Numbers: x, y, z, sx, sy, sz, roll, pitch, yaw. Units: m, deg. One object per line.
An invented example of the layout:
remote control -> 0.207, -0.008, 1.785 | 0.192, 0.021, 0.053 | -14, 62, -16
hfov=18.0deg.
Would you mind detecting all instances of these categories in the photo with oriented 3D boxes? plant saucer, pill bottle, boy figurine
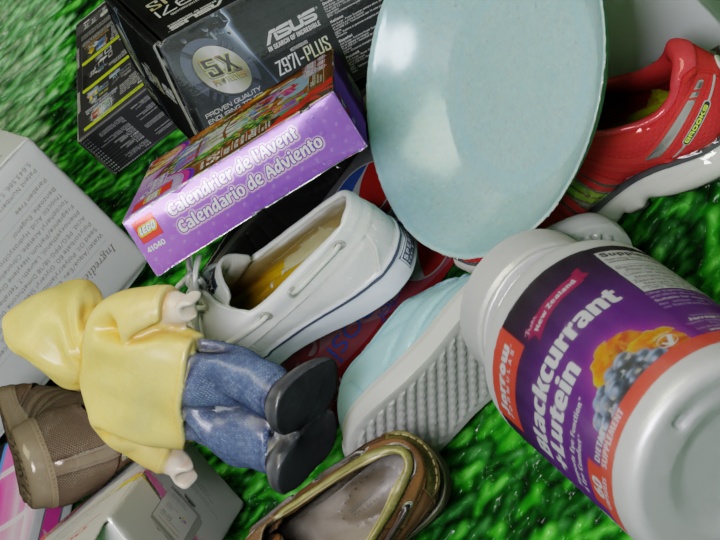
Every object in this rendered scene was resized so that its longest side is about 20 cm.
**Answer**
plant saucer -> 0.077, -0.106, 1.232 | 0.200, 0.038, 0.203 | -9, 79, 52
pill bottle -> 0.128, 0.052, 1.106 | 0.112, 0.111, 0.200 | -49, 33, 0
boy figurine -> -0.109, 0.061, 1.242 | 0.199, 0.125, 0.064 | 18, 35, 31

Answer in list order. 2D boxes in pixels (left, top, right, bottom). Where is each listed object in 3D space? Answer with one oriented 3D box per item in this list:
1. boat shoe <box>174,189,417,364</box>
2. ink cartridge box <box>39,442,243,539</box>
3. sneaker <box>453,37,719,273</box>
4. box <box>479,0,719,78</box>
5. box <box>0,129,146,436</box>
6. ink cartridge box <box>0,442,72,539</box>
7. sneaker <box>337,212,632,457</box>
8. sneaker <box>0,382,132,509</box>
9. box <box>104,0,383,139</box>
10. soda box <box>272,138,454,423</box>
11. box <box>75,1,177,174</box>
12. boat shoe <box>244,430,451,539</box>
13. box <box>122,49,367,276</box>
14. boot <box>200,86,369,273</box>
boat shoe -> -0.071, 0.016, 1.281 | 0.201, 0.086, 0.075 | -30, 38, 25
ink cartridge box -> -0.145, 0.173, 1.264 | 0.116, 0.068, 0.200 | -39, 5, 17
sneaker -> 0.120, -0.069, 1.261 | 0.199, 0.085, 0.077 | -30, 36, 26
box -> 0.143, -0.191, 1.345 | 0.124, 0.097, 0.201 | -30, 38, 27
box -> -0.285, 0.011, 1.584 | 0.200, 0.131, 0.199 | -51, 28, -12
ink cartridge box -> -0.235, 0.197, 1.455 | 0.094, 0.037, 0.201 | -25, 42, 33
sneaker -> 0.059, 0.024, 1.250 | 0.200, 0.074, 0.082 | -38, 38, 14
sneaker -> -0.176, 0.105, 1.388 | 0.075, 0.071, 0.200 | -14, 10, -11
box -> -0.050, -0.173, 1.485 | 0.199, 0.087, 0.164 | -28, 24, -7
soda box -> 0.000, 0.000, 1.351 | 0.201, 0.063, 0.070 | -54, 35, -6
box -> -0.129, -0.186, 1.706 | 0.199, 0.044, 0.161 | -36, 36, 19
boat shoe -> -0.040, 0.158, 1.210 | 0.072, 0.068, 0.200 | 44, 94, 16
box -> -0.063, -0.067, 1.310 | 0.136, 0.039, 0.200 | -32, 10, 5
boot -> -0.056, -0.046, 1.454 | 0.204, 0.074, 0.153 | -49, 30, -16
